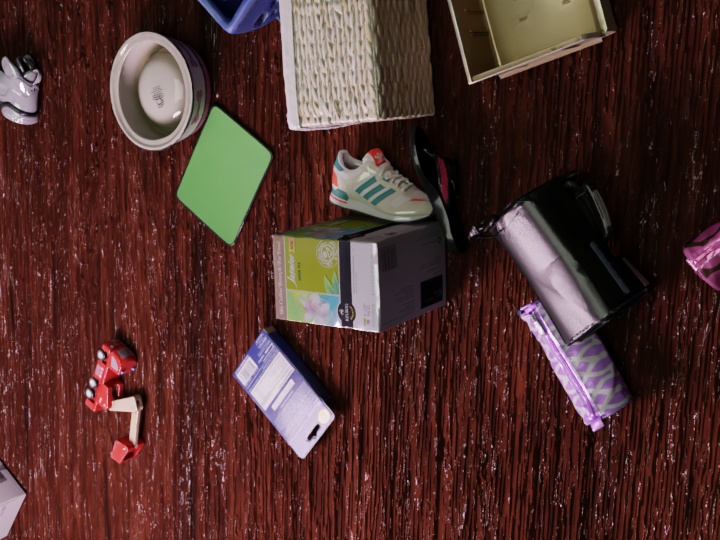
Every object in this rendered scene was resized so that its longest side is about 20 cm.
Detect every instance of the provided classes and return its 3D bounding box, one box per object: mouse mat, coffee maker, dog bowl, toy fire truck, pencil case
[{"bbox_3d":[-0.239,-0.164,1.957,0.160,0.007,0.202,40,118,22],"label":"mouse mat"},{"bbox_3d":[0.269,-0.006,1.525,0.202,0.190,0.135,58,167,12],"label":"coffee maker"},{"bbox_3d":[-0.342,-0.313,1.959,0.197,0.073,0.204,8,104,33],"label":"dog bowl"},{"bbox_3d":[-0.463,0.251,2.170,0.140,0.048,0.203,34,116,24],"label":"toy fire truck"},{"bbox_3d":[0.499,-0.053,1.410,0.200,0.093,0.092,-41,76,34],"label":"pencil case"},{"bbox_3d":[0.302,0.120,1.587,0.084,0.085,0.202,-39,78,32],"label":"pencil case"}]

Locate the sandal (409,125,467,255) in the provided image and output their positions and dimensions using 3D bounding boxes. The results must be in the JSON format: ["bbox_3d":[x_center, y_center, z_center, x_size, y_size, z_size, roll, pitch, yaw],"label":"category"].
[{"bbox_3d":[0.127,-0.123,1.674,0.045,0.075,0.203,-20,95,29],"label":"sandal"}]

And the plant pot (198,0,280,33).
[{"bbox_3d":[-0.156,-0.498,1.726,0.201,0.179,0.201,49,121,16],"label":"plant pot"}]

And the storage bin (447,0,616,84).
[{"bbox_3d":[0.224,-0.384,1.536,0.196,0.093,0.204,-15,90,36],"label":"storage bin"}]

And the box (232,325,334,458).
[{"bbox_3d":[-0.126,0.210,1.936,0.201,0.032,0.122,49,123,19],"label":"box"}]

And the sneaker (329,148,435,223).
[{"bbox_3d":[0.035,-0.134,1.731,0.197,0.070,0.095,16,114,34],"label":"sneaker"}]

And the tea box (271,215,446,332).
[{"bbox_3d":[0.000,0.000,1.704,0.194,0.199,0.136,4,102,33],"label":"tea box"}]

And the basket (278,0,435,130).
[{"bbox_3d":[-0.001,-0.314,1.648,0.158,0.197,0.204,-1,99,30],"label":"basket"}]

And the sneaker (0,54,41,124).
[{"bbox_3d":[-0.695,-0.376,2.195,0.198,0.075,0.116,32,115,20],"label":"sneaker"}]

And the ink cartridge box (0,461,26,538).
[{"bbox_3d":[-0.833,0.476,2.453,0.200,0.082,0.148,44,121,20],"label":"ink cartridge box"}]
